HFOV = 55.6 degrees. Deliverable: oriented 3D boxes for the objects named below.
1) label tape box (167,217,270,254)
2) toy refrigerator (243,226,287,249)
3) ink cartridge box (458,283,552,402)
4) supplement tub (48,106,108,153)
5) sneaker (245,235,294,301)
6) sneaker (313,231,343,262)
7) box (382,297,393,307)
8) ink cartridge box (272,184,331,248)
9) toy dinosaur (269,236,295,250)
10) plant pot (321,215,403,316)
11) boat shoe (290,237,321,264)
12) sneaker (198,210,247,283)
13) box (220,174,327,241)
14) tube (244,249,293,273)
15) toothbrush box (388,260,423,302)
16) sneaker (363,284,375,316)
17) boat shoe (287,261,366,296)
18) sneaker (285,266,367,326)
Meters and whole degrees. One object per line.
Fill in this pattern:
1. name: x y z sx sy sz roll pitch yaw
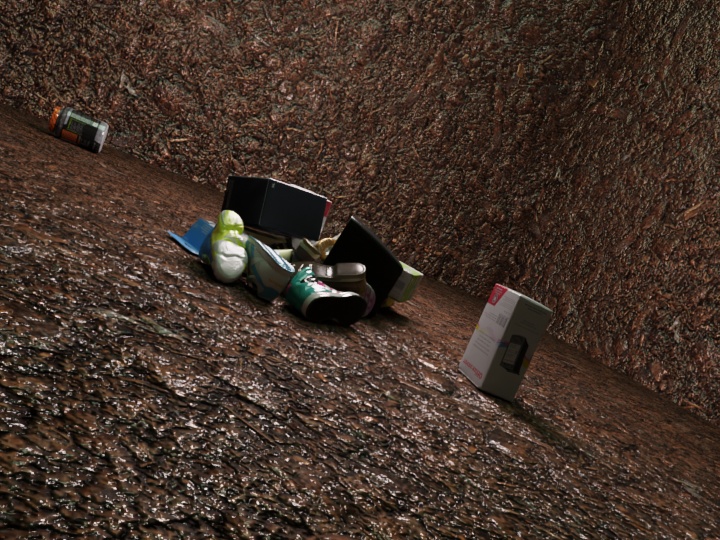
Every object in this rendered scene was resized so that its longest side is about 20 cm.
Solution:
1. label tape box: -0.315 -0.063 1.540 0.198 0.067 0.142 21 5 -42
2. toy refrigerator: -0.269 -0.070 1.781 0.075 0.071 0.198 25 5 34
3. ink cartridge box: 0.295 0.144 1.408 0.084 0.204 0.148 21 5 -13
4. supplement tub: -1.080 -0.543 2.618 0.196 0.125 0.122 22 5 -21
5. sneaker: -0.199 -0.008 1.359 0.076 0.082 0.200 30 6 -29
6. sneaker: -0.072 -0.060 1.865 0.197 0.078 0.087 -9 -7 -44
7. box: 0.046 0.066 1.916 0.074 0.051 0.199 27 7 16
8. ink cartridge box: -0.176 -0.127 1.951 0.084 0.204 0.147 18 6 -33
9. toy dinosaur: -0.181 -0.028 1.768 0.075 0.105 0.200 -22 -4 -5
10. plant pot: 0.000 0.000 1.681 0.175 0.202 0.200 33 5 0
11. boat shoe: -0.132 -0.025 1.575 0.072 0.066 0.201 46 -8 2
12. sneaker: -0.277 -0.026 1.358 0.075 0.105 0.202 30 31 -25
13. box: -0.226 -0.161 1.774 0.197 0.127 0.196 14 -2 -42
14. tube: -0.221 -0.017 1.506 0.198 0.058 0.053 8 50 -55
15. toothbrush box: 0.081 0.014 1.856 0.143 0.088 0.200 29 7 11
16. sneaker: -0.056 0.046 1.558 0.197 0.082 0.088 19 -1 -33
17. boat shoe: -0.085 0.028 1.438 0.194 0.070 0.072 3 29 9
18. sneaker: -0.080 0.052 1.372 0.120 0.085 0.198 38 13 32
